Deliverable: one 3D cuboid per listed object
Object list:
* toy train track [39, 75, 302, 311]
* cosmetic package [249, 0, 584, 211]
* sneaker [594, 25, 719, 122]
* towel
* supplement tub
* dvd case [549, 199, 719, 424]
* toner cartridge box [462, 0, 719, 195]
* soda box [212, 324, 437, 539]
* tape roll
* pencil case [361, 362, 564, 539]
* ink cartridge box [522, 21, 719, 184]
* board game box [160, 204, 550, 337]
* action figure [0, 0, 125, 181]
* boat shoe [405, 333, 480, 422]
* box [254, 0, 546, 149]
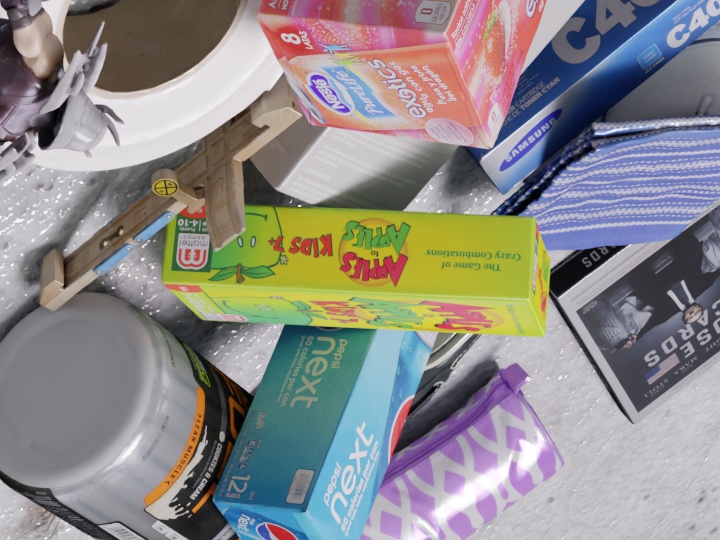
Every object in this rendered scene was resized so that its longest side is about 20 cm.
[{"bbox_3d":[-0.111,-0.043,1.332,0.032,0.115,0.200,30,128,-34],"label":"toy train track"},{"bbox_3d":[0.026,-0.127,1.353,0.200,0.090,0.107,-50,143,13],"label":"cosmetic package"},{"bbox_3d":[0.219,-0.101,1.471,0.199,0.071,0.073,-8,135,-35],"label":"sneaker"},{"bbox_3d":[0.160,-0.046,1.450,0.144,0.024,0.200,-5,165,-19],"label":"towel"},{"bbox_3d":[-0.121,0.103,1.449,0.122,0.123,0.200,-41,145,5],"label":"supplement tub"},{"bbox_3d":[0.216,0.015,1.725,0.150,0.025,0.200,-37,144,0],"label":"dvd case"},{"bbox_3d":[0.126,-0.143,1.411,0.200,0.095,0.043,-40,144,2],"label":"toner cartridge box"},{"bbox_3d":[-0.013,0.069,1.451,0.068,0.064,0.201,59,44,-46],"label":"soda box"},{"bbox_3d":[-0.114,-0.145,1.222,0.202,0.071,0.203,-23,142,-20],"label":"tape roll"},{"bbox_3d":[0.038,0.147,1.678,0.200,0.084,0.086,-34,122,-8],"label":"pencil case"},{"bbox_3d":[0.178,-0.119,1.521,0.200,0.050,0.109,-45,144,9],"label":"ink cartridge box"},{"bbox_3d":[0.000,0.000,1.381,0.199,0.048,0.102,3,168,10],"label":"board game box"},{"bbox_3d":[-0.186,-0.114,1.107,0.200,0.069,0.130,35,126,-10],"label":"action figure"},{"bbox_3d":[0.020,0.059,1.565,0.199,0.075,0.066,-45,148,8],"label":"boat shoe"},{"bbox_3d":[0.037,-0.170,1.211,0.095,0.102,0.201,62,43,-53],"label":"box"}]
